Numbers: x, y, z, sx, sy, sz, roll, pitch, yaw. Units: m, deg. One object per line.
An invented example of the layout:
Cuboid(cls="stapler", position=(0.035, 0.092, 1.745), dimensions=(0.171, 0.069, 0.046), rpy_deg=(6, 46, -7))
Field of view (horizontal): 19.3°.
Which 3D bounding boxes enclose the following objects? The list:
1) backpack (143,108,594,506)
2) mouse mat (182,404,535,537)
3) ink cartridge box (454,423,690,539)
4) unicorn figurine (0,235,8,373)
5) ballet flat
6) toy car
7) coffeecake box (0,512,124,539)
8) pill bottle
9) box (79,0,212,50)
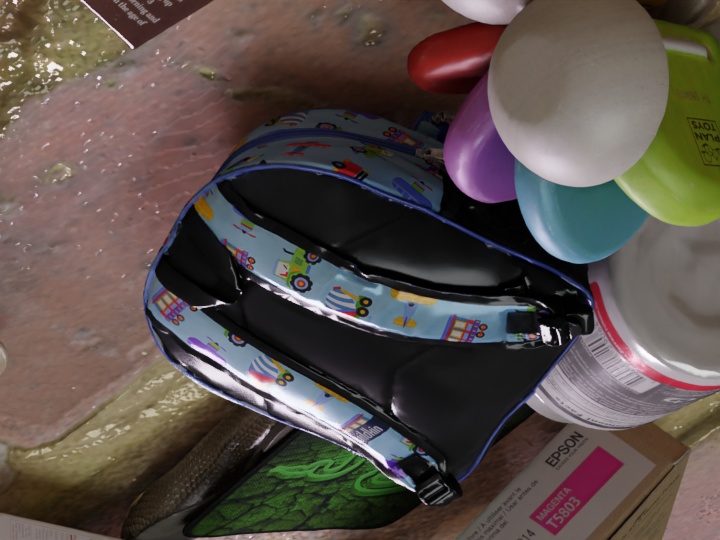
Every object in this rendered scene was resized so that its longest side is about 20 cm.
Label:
Cuboid(cls="backpack", position=(0.000, 0.000, 1.069), dimensions=(0.200, 0.135, 0.183), rpy_deg=(23, 131, -11))
Cuboid(cls="mouse mat", position=(0.005, 0.119, 1.294), dimensions=(0.200, 0.008, 0.161), rpy_deg=(3, 143, -48))
Cuboid(cls="ink cartridge box", position=(0.113, 0.197, 1.345), dimensions=(0.200, 0.075, 0.165), rpy_deg=(-41, 154, -30))
Cuboid(cls="unicorn figurine", position=(-0.230, 0.014, 1.058), dimensions=(0.137, 0.074, 0.200), rpy_deg=(-18, 160, 0))
Cuboid(cls="ballet flat", position=(-0.082, 0.112, 1.265), dimensions=(0.067, 0.046, 0.200), rpy_deg=(-3, 150, -44))
Cuboid(cls="toy car", position=(0.091, -0.092, 0.939), dimensions=(0.175, 0.200, 0.150), rpy_deg=(1, 147, -47))
Cuboid(cls="coffeecake box", position=(-0.219, 0.209, 1.277), dimensions=(0.200, 0.073, 0.153), rpy_deg=(20, 144, -40))
Cuboid(cls="pill bottle", position=(0.148, 0.025, 1.144), dimensions=(0.111, 0.111, 0.200), rpy_deg=(-4, 167, -18))
Cuboid(cls="box", position=(-0.047, -0.186, 0.860), dimensions=(0.200, 0.075, 0.100), rpy_deg=(-28, 142, 17))
